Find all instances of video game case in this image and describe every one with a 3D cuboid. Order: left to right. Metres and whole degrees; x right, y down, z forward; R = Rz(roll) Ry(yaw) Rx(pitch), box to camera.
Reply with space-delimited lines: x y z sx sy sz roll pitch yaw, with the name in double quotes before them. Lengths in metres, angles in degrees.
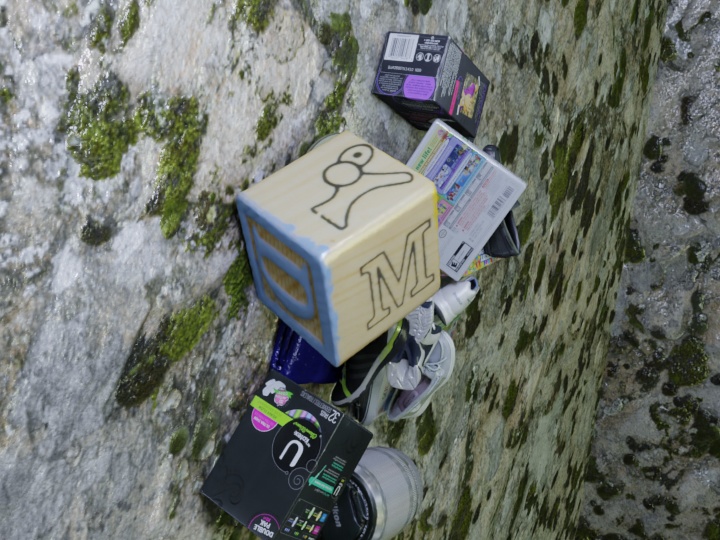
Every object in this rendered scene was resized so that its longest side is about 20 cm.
"video game case" 0.101 0.172 1.651 0.198 0.022 0.185 -26 141 -39
"video game case" 0.144 -0.114 1.449 0.202 0.181 0.022 -55 180 23

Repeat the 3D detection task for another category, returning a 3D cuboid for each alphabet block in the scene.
"alphabet block" -0.025 -0.035 1.186 0.198 0.194 0.199 -33 140 -26

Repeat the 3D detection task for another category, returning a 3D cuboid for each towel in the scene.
"towel" -0.063 0.109 1.391 0.199 0.049 0.151 12 91 -62

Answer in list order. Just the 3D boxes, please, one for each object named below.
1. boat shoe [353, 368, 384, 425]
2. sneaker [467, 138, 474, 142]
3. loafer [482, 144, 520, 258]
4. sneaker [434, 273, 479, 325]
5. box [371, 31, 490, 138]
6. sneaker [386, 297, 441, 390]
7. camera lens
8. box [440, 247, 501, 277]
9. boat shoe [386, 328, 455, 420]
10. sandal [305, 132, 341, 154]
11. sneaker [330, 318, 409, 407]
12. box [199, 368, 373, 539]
"boat shoe" 0.005 0.200 1.540 0.202 0.055 0.070 100 -7 -46
"sneaker" 0.185 -0.308 1.645 0.083 0.068 0.203 -99 -168 -46
"loafer" 0.249 -0.122 1.554 0.068 0.069 0.205 -32 118 -55
"sneaker" 0.176 0.039 1.579 0.075 0.086 0.200 55 13 -8
"box" 0.121 -0.306 1.463 0.199 0.120 0.108 21 83 -62
"sneaker" 0.094 0.087 1.489 0.130 0.078 0.203 -58 151 -61
"camera lens" 0.006 0.397 1.530 0.199 0.157 0.164 0 102 -61
"box" 0.166 -0.101 1.600 0.199 0.120 0.197 -20 109 -59
"boat shoe" 0.108 0.194 1.595 0.064 0.075 0.204 -13 140 -46
"sandal" -0.063 -0.126 1.274 0.201 0.056 0.081 -50 140 -38
"sneaker" -0.003 0.129 1.402 0.201 0.082 0.072 -53 -162 22
"box" -0.103 0.276 1.262 0.202 0.147 0.124 -59 149 -9
